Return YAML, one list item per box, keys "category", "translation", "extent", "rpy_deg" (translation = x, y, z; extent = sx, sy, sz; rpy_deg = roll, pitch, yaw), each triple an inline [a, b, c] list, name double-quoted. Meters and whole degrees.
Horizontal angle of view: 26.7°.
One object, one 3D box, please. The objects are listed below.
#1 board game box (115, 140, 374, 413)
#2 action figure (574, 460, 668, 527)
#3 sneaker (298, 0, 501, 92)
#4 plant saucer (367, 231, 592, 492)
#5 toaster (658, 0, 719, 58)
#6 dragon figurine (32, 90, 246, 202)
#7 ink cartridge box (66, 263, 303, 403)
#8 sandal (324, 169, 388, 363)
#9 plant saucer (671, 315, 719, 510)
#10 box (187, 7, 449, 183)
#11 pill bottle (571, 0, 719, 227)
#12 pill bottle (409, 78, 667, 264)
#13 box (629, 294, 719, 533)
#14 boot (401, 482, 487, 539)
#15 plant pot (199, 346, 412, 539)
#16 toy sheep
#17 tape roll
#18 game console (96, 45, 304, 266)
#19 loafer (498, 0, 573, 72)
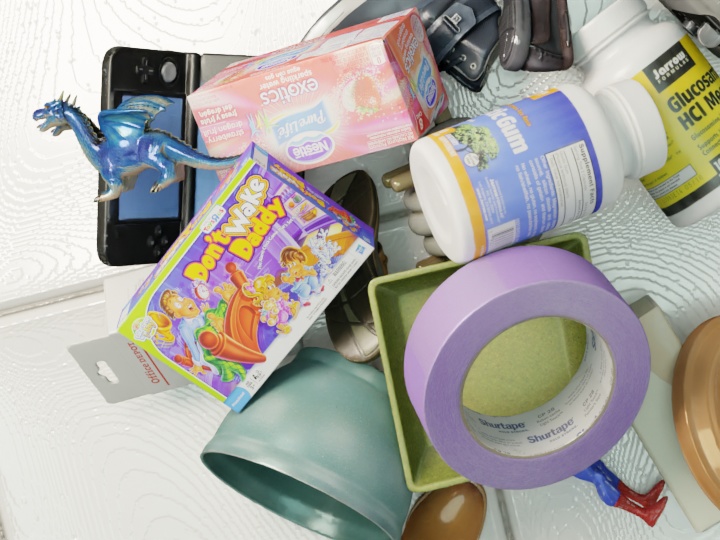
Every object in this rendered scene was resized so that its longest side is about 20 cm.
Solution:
- category: "board game box"
  translation: [-0.100, 0.008, 1.320]
  extent: [0.134, 0.045, 0.200]
  rpy_deg: [35, 109, -15]
- category: "action figure"
  translation: [0.204, 0.152, 1.433]
  extent: [0.199, 0.065, 0.100]
  rpy_deg: [23, 104, 1]
- category: "sneaker"
  translation: [0.039, -0.201, 1.404]
  extent: [0.202, 0.077, 0.146]
  rpy_deg: [-40, 89, 5]
- category: "plant saucer"
  translation: [0.117, 0.078, 1.354]
  extent: [0.198, 0.048, 0.201]
  rpy_deg: [-13, 103, -4]
- category: "toaster"
  translation: [0.334, -0.303, 1.329]
  extent: [0.181, 0.119, 0.200]
  rpy_deg: [40, 99, -17]
- category: "dragon figurine"
  translation: [-0.193, -0.119, 1.320]
  extent: [0.198, 0.059, 0.100]
  rpy_deg: [-8, 102, 22]
- category: "ink cartridge box"
  translation: [-0.165, 0.048, 1.423]
  extent: [0.198, 0.116, 0.068]
  rpy_deg: [-16, 53, 6]
- category: "sandal"
  translation: [0.000, 0.000, 1.409]
  extent: [0.081, 0.055, 0.201]
  rpy_deg: [-27, 56, 20]
- category: "plant saucer"
  translation: [0.362, 0.134, 1.366]
  extent: [0.199, 0.032, 0.202]
  rpy_deg: [13, 67, -31]
- category: "box"
  translation: [-0.036, -0.149, 1.337]
  extent: [0.199, 0.103, 0.095]
  rpy_deg: [-13, 108, 25]
- category: "pill bottle"
  translation: [0.272, -0.148, 1.371]
  extent: [0.112, 0.112, 0.201]
  rpy_deg: [-37, 92, 7]
- category: "pill bottle"
  translation: [0.151, -0.090, 1.278]
  extent: [0.199, 0.112, 0.113]
  rpy_deg: [-22, 94, -10]
- category: "box"
  translation: [0.289, 0.131, 1.408]
  extent: [0.077, 0.095, 0.201]
  rpy_deg: [-31, 94, 7]
- category: "boot"
  translation: [0.055, 0.291, 1.413]
  extent: [0.073, 0.155, 0.201]
  rpy_deg: [30, 97, 2]
- category: "plant pot"
  translation: [-0.030, 0.155, 1.403]
  extent: [0.199, 0.200, 0.135]
  rpy_deg: [25, 71, 2]
- category: "toy sheep"
  translation: [0.097, -0.068, 1.387]
  extent: [0.137, 0.138, 0.201]
  rpy_deg: [-20, 104, 7]
- category: "tape roll"
  translation: [0.139, 0.083, 1.273]
  extent: [0.198, 0.066, 0.202]
  rpy_deg: [-6, 118, -11]
- category: "game console"
  translation: [-0.146, -0.103, 1.416]
  extent: [0.116, 0.175, 0.202]
  rpy_deg: [6, 96, 33]
- category: "loafer"
  translation: [0.161, -0.262, 1.369]
  extent: [0.062, 0.072, 0.202]
  rpy_deg: [10, 63, -9]
